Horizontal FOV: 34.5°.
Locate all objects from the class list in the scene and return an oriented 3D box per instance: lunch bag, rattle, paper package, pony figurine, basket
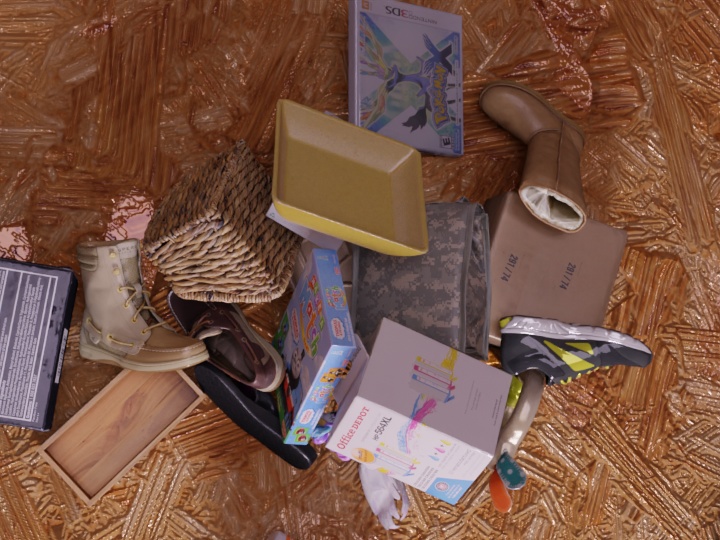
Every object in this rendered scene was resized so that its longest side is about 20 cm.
[{"bbox_3d":[0.078,0.009,1.471,0.163,0.117,0.201,-1,81,24],"label":"lunch bag"},{"bbox_3d":[0.159,0.192,1.505,0.143,0.130,0.201,35,61,-16],"label":"rattle"},{"bbox_3d":[0.238,0.015,1.564,0.190,0.103,0.201,19,82,-6],"label":"paper package"},{"bbox_3d":[0.040,0.220,1.498,0.199,0.167,0.194,-26,74,-20],"label":"pony figurine"},{"bbox_3d":[-0.173,-0.039,1.457,0.142,0.200,0.149,-28,115,23],"label":"basket"}]

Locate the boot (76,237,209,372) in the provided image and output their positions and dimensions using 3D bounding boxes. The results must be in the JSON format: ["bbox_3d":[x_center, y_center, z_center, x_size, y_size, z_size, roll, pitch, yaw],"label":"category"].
[{"bbox_3d":[-0.273,0.039,1.430,0.073,0.199,0.156,-13,106,-53],"label":"boot"}]

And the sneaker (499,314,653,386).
[{"bbox_3d":[0.270,0.109,1.477,0.199,0.074,0.085,10,88,2],"label":"sneaker"}]

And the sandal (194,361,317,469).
[{"bbox_3d":[-0.134,0.180,1.508,0.200,0.075,0.048,42,58,-11],"label":"sandal"}]

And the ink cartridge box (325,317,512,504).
[{"bbox_3d":[0.057,0.163,1.382,0.199,0.129,0.126,24,48,-4],"label":"ink cartridge box"}]

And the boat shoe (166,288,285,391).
[{"bbox_3d":[-0.183,0.081,1.465,0.200,0.072,0.072,43,107,23],"label":"boat shoe"}]

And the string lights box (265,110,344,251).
[{"bbox_3d":[-0.039,-0.117,1.491,0.102,0.059,0.200,30,37,-5],"label":"string lights box"}]

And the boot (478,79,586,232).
[{"bbox_3d":[0.229,-0.158,1.539,0.174,0.066,0.200,25,39,-7],"label":"boot"}]

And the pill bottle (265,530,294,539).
[{"bbox_3d":[-0.052,0.428,1.467,0.199,0.114,0.114,33,80,-5],"label":"pill bottle"}]

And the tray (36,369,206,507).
[{"bbox_3d":[-0.305,0.195,1.488,0.200,0.037,0.099,-43,92,-12],"label":"tray"}]

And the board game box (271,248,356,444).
[{"bbox_3d":[-0.062,0.095,1.429,0.036,0.200,0.152,6,46,-21],"label":"board game box"}]

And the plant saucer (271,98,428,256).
[{"bbox_3d":[-0.020,-0.102,1.399,0.199,0.049,0.201,19,40,-18],"label":"plant saucer"}]

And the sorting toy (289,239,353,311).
[{"bbox_3d":[0.000,0.000,1.562,0.199,0.036,0.186,-26,89,-16],"label":"sorting toy"}]

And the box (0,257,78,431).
[{"bbox_3d":[-0.465,0.084,1.427,0.197,0.123,0.201,11,81,-9],"label":"box"}]

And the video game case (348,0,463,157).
[{"bbox_3d":[0.063,-0.262,1.567,0.182,0.022,0.201,4,83,-33],"label":"video game case"}]
